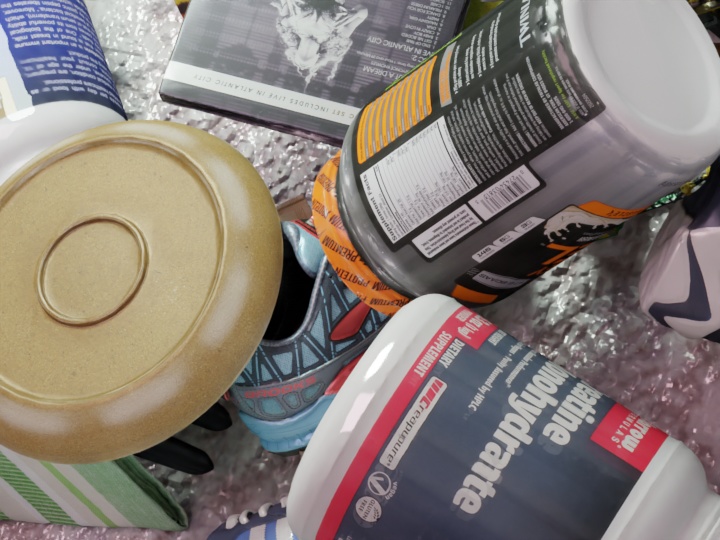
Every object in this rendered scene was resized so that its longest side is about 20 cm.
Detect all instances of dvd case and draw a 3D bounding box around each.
[{"bbox_3d":[-0.010,-0.165,1.626,0.148,0.016,0.201,15,71,10],"label":"dvd case"}]

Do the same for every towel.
[{"bbox_3d":[-0.213,0.098,1.671,0.199,0.153,0.023,0,55,35],"label":"towel"}]

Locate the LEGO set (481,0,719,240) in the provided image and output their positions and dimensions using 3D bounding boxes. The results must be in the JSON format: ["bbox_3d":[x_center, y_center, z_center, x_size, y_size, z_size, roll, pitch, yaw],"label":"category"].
[{"bbox_3d":[0.151,-0.106,1.517,0.199,0.116,0.155,-7,68,32],"label":"LEGO set"}]

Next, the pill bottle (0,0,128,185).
[{"bbox_3d":[-0.198,-0.090,1.752,0.115,0.116,0.201,-35,56,18],"label":"pill bottle"}]

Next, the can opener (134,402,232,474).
[{"bbox_3d":[-0.167,0.059,1.645,0.199,0.079,0.064,29,97,2],"label":"can opener"}]

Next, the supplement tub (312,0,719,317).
[{"bbox_3d":[0.074,-0.060,1.457,0.200,0.122,0.123,-34,55,40],"label":"supplement tub"}]

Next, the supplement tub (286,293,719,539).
[{"bbox_3d":[0.077,0.116,1.428,0.199,0.140,0.141,32,91,8],"label":"supplement tub"}]

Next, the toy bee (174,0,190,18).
[{"bbox_3d":[-0.062,-0.239,1.720,0.200,0.108,0.131,-55,12,-5],"label":"toy bee"}]

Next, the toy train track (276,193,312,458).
[{"bbox_3d":[-0.059,0.028,1.625,0.114,0.033,0.201,-29,75,2],"label":"toy train track"}]

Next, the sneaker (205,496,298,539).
[{"bbox_3d":[-0.012,0.131,1.571,0.199,0.081,0.147,11,70,40],"label":"sneaker"}]

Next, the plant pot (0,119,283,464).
[{"bbox_3d":[-0.137,0.004,1.557,0.199,0.028,0.201,-10,60,18],"label":"plant pot"}]

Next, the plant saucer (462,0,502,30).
[{"bbox_3d":[0.053,-0.177,1.668,0.199,0.031,0.201,-12,66,30],"label":"plant saucer"}]

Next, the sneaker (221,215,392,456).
[{"bbox_3d":[0.000,0.000,1.565,0.200,0.096,0.079,-49,28,-17],"label":"sneaker"}]

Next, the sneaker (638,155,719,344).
[{"bbox_3d":[0.233,-0.037,1.435,0.080,0.129,0.200,-88,23,-70],"label":"sneaker"}]
